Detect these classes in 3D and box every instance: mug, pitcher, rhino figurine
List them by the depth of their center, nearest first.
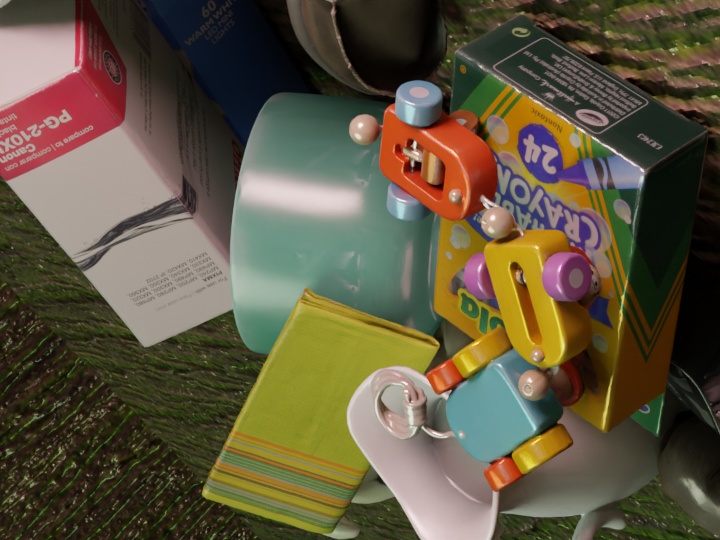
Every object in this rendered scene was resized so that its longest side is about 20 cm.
[{"bbox_3d":[0.246,0.138,1.450,0.200,0.087,0.060,42,168,8],"label":"rhino figurine"},{"bbox_3d":[0.105,0.107,1.475,0.121,0.199,0.173,-20,90,44],"label":"pitcher"},{"bbox_3d":[0.002,-0.011,1.555,0.114,0.153,0.186,6,138,14],"label":"mug"}]

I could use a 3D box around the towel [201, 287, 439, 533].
[{"bbox_3d":[-0.025,0.085,1.543,0.086,0.018,0.200,18,139,-9],"label":"towel"}]

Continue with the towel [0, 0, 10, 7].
[{"bbox_3d":[-0.241,-0.219,1.428,0.200,0.048,0.171,41,157,-19],"label":"towel"}]

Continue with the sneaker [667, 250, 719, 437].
[{"bbox_3d":[0.198,0.051,1.397,0.200,0.076,0.088,46,179,21],"label":"sneaker"}]

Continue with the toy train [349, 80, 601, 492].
[{"bbox_3d":[0.061,0.007,1.305,0.150,0.055,0.201,32,135,36],"label":"toy train"}]

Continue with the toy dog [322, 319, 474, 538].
[{"bbox_3d":[0.056,0.074,1.654,0.199,0.194,0.140,-1,131,23],"label":"toy dog"}]

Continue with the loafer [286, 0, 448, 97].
[{"bbox_3d":[0.003,-0.147,1.314,0.071,0.073,0.200,36,165,35],"label":"loafer"}]

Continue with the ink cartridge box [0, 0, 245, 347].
[{"bbox_3d":[-0.144,-0.076,1.564,0.200,0.084,0.145,54,-161,-37],"label":"ink cartridge box"}]

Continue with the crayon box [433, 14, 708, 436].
[{"bbox_3d":[0.100,-0.010,1.332,0.126,0.051,0.201,35,140,32],"label":"crayon box"}]

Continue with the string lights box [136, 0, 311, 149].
[{"bbox_3d":[-0.107,-0.156,1.657,0.103,0.059,0.200,33,163,44],"label":"string lights box"}]
